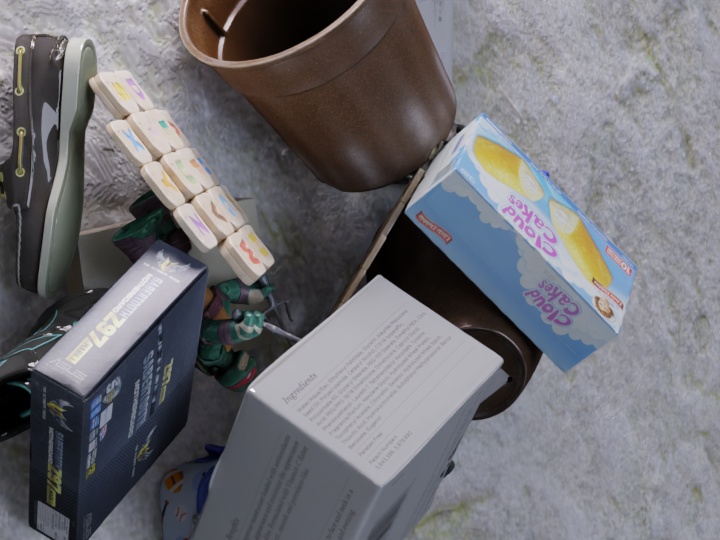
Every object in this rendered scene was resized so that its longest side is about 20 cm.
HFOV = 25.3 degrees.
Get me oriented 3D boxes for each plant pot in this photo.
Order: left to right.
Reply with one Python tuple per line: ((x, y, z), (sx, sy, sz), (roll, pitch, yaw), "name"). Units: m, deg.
((-0.020, -0.186, 1.382), (0.198, 0.200, 0.201), (53, 55, -43), "plant pot")
((0.097, 0.046, 1.451), (0.200, 0.186, 0.187), (-88, 158, -63), "plant pot")

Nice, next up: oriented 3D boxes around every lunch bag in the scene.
((-0.087, 0.226, 1.406), (0.200, 0.075, 0.161), (-7, 95, -48), "lunch bag")

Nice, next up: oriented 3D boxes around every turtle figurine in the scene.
((-0.119, 0.029, 1.292), (0.101, 0.150, 0.200), (-35, 110, 1), "turtle figurine")

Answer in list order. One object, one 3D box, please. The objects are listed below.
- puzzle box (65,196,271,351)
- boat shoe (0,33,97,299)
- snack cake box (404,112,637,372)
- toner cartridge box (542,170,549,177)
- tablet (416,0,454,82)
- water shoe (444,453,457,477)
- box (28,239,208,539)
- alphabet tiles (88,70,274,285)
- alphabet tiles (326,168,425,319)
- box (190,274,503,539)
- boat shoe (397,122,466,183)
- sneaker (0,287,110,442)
((-0.160, 0.018, 1.350), (0.200, 0.025, 0.134), (-15, 103, -46), "puzzle box")
((-0.246, -0.080, 1.230), (0.072, 0.060, 0.202), (12, 85, -85), "boat shoe")
((0.140, -0.025, 1.369), (0.200, 0.067, 0.115), (44, 32, -10), "snack cake box")
((0.125, -0.006, 1.601), (0.095, 0.043, 0.201), (-7, 115, -46), "toner cartridge box")
((0.051, -0.271, 1.575), (0.130, 0.014, 0.201), (1, 91, -47), "tablet")
((0.011, 0.132, 1.525), (0.200, 0.071, 0.079), (39, 30, -33), "water shoe")
((-0.183, 0.097, 1.207), (0.158, 0.051, 0.200), (-51, 164, -41), "box")
((-0.138, -0.076, 1.263), (0.200, 0.015, 0.196), (52, 9, -3), "alphabet tiles")
((0.000, 0.000, 1.405), (0.008, 0.167, 0.200), (31, 88, -1), "alphabet tiles")
((-0.013, 0.147, 1.280), (0.200, 0.131, 0.199), (-40, 159, -47), "box")
((0.074, -0.118, 1.567), (0.201, 0.066, 0.072), (2, 90, -47), "boat shoe")
((-0.236, 0.081, 1.214), (0.200, 0.079, 0.076), (-36, 114, -30), "sneaker")
